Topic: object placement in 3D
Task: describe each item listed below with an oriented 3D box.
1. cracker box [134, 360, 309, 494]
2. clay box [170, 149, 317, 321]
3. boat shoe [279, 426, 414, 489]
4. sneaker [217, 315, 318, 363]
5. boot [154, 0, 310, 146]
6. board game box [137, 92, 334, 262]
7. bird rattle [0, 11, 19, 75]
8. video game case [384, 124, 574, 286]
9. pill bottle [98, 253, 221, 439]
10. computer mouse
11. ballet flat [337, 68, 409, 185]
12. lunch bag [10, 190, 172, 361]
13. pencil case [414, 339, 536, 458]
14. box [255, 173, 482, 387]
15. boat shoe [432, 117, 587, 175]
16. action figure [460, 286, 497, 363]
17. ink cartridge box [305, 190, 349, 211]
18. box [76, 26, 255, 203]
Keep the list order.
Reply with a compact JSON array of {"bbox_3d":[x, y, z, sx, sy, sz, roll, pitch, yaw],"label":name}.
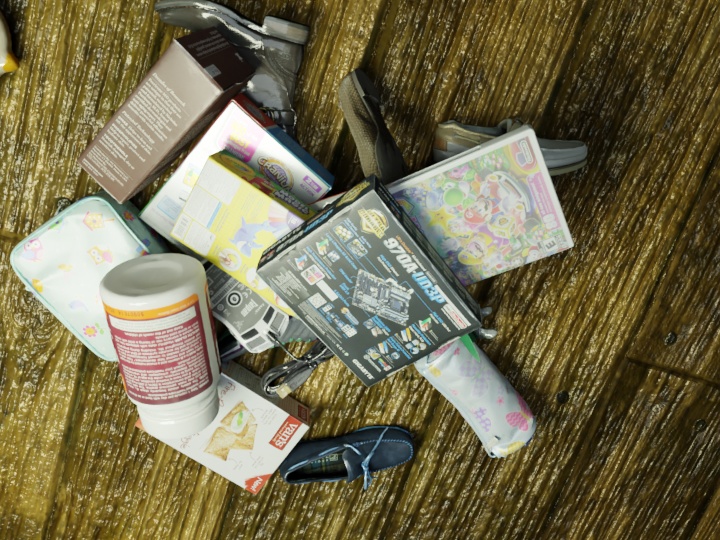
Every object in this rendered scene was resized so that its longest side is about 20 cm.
[{"bbox_3d":[-0.189,0.206,0.835,0.200,0.058,0.134,35,100,-14],"label":"cracker box"},{"bbox_3d":[-0.108,-0.036,0.694,0.200,0.048,0.115,34,116,-3],"label":"clay box"},{"bbox_3d":[-0.017,0.284,0.866,0.200,0.069,0.084,-14,106,-1],"label":"boat shoe"},{"bbox_3d":[-0.102,0.083,0.803,0.200,0.074,0.088,-33,110,4],"label":"sneaker"},{"bbox_3d":[-0.156,-0.224,0.717,0.200,0.069,0.174,13,112,-1],"label":"boot"},{"bbox_3d":[-0.153,-0.091,0.736,0.153,0.040,0.200,41,113,-16],"label":"board game box"},{"bbox_3d":[-0.489,-0.266,0.679,0.163,0.113,0.200,-25,93,-10],"label":"bird rattle"},{"bbox_3d":[0.107,-0.050,0.633,0.200,0.018,0.143,-21,118,17],"label":"video game case"},{"bbox_3d":[-0.227,0.091,0.701,0.114,0.114,0.200,-3,118,-4],"label":"pill bottle"},{"bbox_3d":[-0.127,0.059,0.740,0.110,0.044,0.200,-44,81,-2],"label":"computer mouse"},{"bbox_3d":[0.010,-0.154,0.711,0.046,0.067,0.200,-30,64,29],"label":"ballet flat"},{"bbox_3d":[-0.324,0.006,0.754,0.160,0.077,0.200,-33,110,5],"label":"lunch bag"},{"bbox_3d":[0.161,0.171,0.842,0.091,0.083,0.200,-43,105,-15],"label":"pencil case"},{"bbox_3d":[0.011,0.020,0.645,0.159,0.046,0.200,-33,113,21],"label":"box"},{"bbox_3d":[0.192,-0.158,0.758,0.200,0.075,0.069,-3,111,-3],"label":"boat shoe"},{"bbox_3d":[0.105,0.015,0.746,0.055,0.118,0.200,-30,127,22],"label":"action figure"},{"bbox_3d":[0.000,0.000,0.733,0.109,0.050,0.200,-15,104,20],"label":"ink cartridge box"},{"bbox_3d":[-0.219,-0.174,0.672,0.200,0.100,0.075,-35,106,26],"label":"box"}]
